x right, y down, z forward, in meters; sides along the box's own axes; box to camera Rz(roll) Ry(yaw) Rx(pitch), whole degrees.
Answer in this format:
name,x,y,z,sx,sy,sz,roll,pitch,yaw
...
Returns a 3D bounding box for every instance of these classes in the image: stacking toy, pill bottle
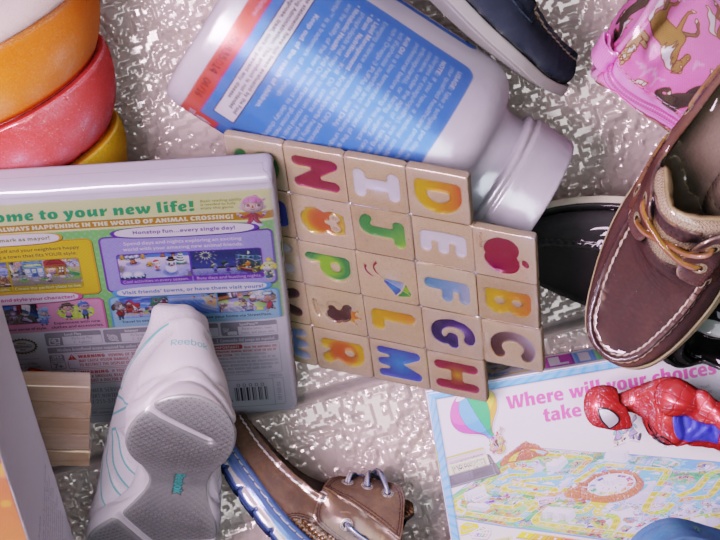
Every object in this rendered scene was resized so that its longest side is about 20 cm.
name,x,y,z,sx,sy,sz,roll,pitch,yaw
stacking toy,-0.172,-0.069,1.176,0.146,0.146,0.201,-23,115,4
pill bottle,0.008,-0.085,1.168,0.200,0.112,0.112,33,99,-5

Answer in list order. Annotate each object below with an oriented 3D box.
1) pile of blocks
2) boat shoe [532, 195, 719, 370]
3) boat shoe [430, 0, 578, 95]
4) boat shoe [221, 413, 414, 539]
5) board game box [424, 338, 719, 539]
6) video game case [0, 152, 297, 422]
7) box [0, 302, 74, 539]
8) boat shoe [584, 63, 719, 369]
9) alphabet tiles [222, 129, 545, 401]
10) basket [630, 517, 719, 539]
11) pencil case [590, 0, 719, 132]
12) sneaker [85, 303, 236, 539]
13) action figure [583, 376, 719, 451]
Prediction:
name,x,y,z,sx,sy,sz,roll,pitch,yaw
pile of blocks,-0.233,0.079,1.190,0.199,0.062,0.082,-18,129,7
boat shoe,0.175,0.014,1.189,0.201,0.063,0.074,18,145,12
boat shoe,0.057,-0.159,1.143,0.200,0.075,0.062,35,92,-38
boat shoe,-0.003,0.148,1.233,0.072,0.072,0.200,-42,88,-6
board game box,0.144,0.111,1.246,0.199,0.034,0.135,-9,101,2
video game case,-0.138,0.015,1.185,0.199,0.022,0.182,-3,136,1
box,-0.222,0.124,1.124,0.124,0.098,0.201,-9,129,1
boat shoe,0.165,-0.034,1.117,0.072,0.072,0.200,40,114,18
alphabet tiles,0.000,0.000,1.171,0.199,0.006,0.167,11,137,18
basket,0.175,0.223,1.200,0.176,0.139,0.201,12,114,-33
pencil case,0.216,-0.083,1.184,0.200,0.087,0.083,37,116,-6
sneaker,-0.104,0.094,1.199,0.070,0.080,0.201,7,142,-14
action figure,0.217,0.091,1.192,0.199,0.065,0.052,15,84,-4
